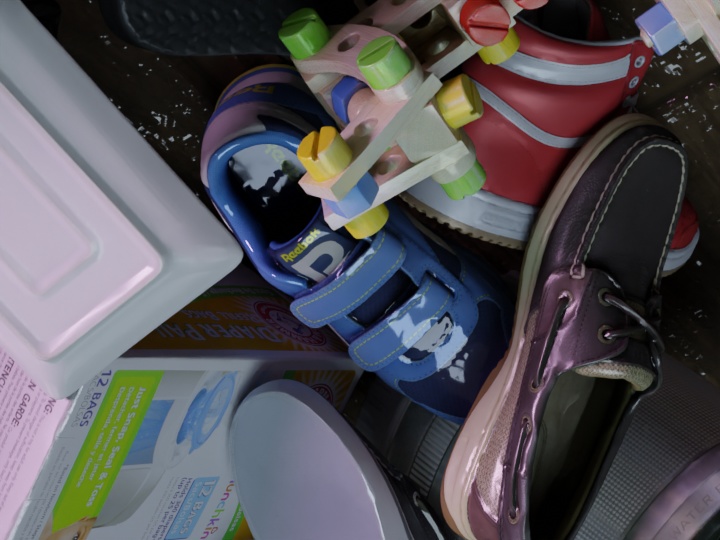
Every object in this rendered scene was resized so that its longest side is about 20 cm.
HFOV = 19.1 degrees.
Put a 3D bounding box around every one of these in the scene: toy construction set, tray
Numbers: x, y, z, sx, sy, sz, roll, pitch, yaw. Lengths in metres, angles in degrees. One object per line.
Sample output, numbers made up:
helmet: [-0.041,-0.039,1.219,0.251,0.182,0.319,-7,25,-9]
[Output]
toy construction set: [0.055,-0.096,0.829,0.199,0.131,0.092,-23,121,-4]
tray: [-0.147,-0.045,0.801,0.107,0.022,0.200,-36,104,23]

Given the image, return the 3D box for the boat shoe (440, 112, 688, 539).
boat shoe: [0.101,0.034,0.913,0.073,0.065,0.201,12,101,-38]

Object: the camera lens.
camera lens: [0.112,0.112,1.030,0.160,0.200,0.161,-28,136,-31]

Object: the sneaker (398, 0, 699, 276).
sneaker: [0.109,-0.065,0.963,0.199,0.071,0.113,7,111,-50]

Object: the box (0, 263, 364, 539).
box: [-0.107,0.059,0.965,0.200,0.101,0.113,5,116,-55]

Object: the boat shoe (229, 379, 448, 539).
boat shoe: [0.013,0.127,0.966,0.070,0.066,0.200,-28,103,31]

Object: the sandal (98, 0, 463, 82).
sandal: [-0.025,-0.118,0.889,0.200,0.048,0.076,6,102,-39]

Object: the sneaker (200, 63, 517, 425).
sneaker: [0.000,0.000,0.948,0.200,0.082,0.074,45,109,-4]

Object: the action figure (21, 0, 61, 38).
action figure: [-0.157,-0.135,0.828,0.118,0.102,0.201,-3,111,12]
